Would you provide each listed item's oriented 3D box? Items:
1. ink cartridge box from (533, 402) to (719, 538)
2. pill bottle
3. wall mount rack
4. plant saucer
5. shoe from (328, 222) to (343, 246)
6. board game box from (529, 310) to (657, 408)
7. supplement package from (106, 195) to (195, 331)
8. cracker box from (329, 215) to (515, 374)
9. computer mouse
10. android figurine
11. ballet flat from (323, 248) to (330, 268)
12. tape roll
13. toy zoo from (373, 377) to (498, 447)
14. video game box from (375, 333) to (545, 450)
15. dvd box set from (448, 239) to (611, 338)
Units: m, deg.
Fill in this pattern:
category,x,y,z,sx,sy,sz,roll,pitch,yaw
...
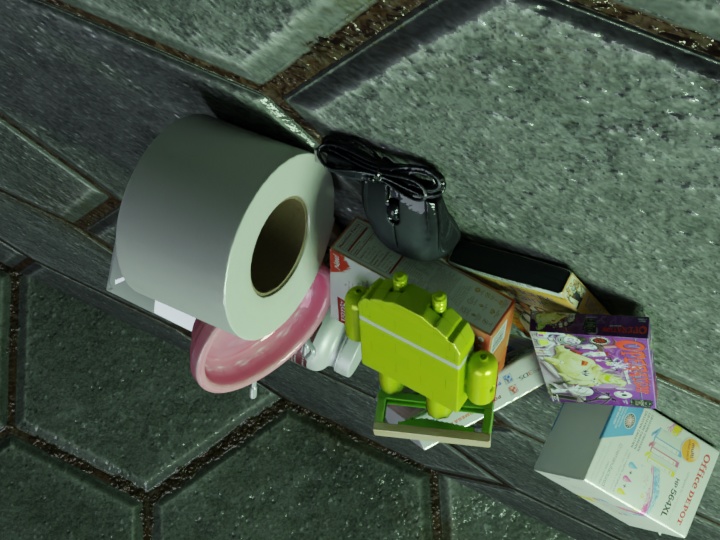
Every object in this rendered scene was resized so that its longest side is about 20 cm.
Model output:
category,x,y,z,sx,sy,sz,roll,pitch,yaw
ink cartridge box,0.356,0.252,1.740,0.200,0.129,0.125,30,167,-19
pill bottle,-0.088,0.080,1.999,0.199,0.113,0.113,25,168,9
wall mount rack,-0.082,0.089,1.782,0.174,0.200,0.075,-31,94,49
plant saucer,-0.120,0.054,1.547,0.051,0.200,0.201,46,176,24
shoe,-0.117,-0.068,1.586,0.199,0.054,0.070,24,169,3
board game box,0.248,0.096,1.406,0.120,0.032,0.200,-1,154,15
supplement package,-0.193,-0.019,1.658,0.199,0.111,0.156,25,127,7
cracker box,0.062,0.041,1.437,0.200,0.058,0.134,29,150,19
computer mouse,0.037,-0.056,1.319,0.138,0.053,0.200,20,166,26
android figurine,0.059,0.076,1.387,0.182,0.041,0.200,26,147,22
ballet flat,0.000,0.000,1.576,0.075,0.064,0.200,1,177,-21
tape roll,-0.136,-0.046,1.376,0.139,0.203,0.203,21,166,23
toy zoo,0.091,0.094,1.498,0.131,0.201,0.020,6,155,9
video game box,0.122,0.137,1.591,0.047,0.182,0.200,61,173,-7
dvd box set,0.198,0.038,1.419,0.146,0.029,0.200,17,165,39
